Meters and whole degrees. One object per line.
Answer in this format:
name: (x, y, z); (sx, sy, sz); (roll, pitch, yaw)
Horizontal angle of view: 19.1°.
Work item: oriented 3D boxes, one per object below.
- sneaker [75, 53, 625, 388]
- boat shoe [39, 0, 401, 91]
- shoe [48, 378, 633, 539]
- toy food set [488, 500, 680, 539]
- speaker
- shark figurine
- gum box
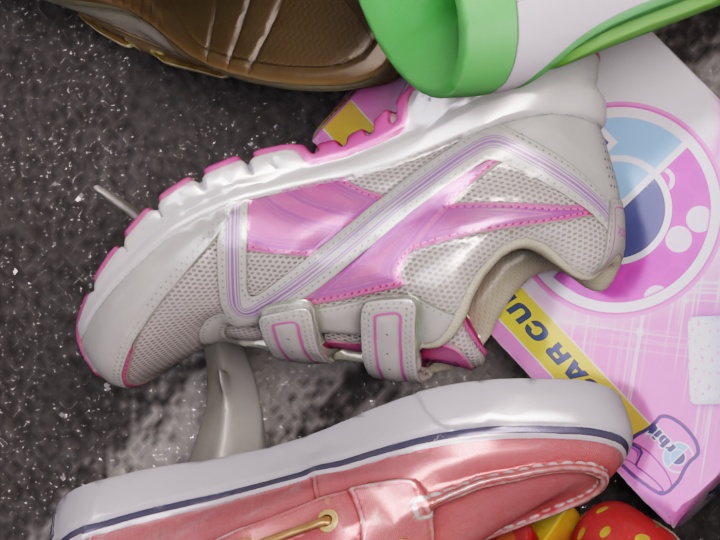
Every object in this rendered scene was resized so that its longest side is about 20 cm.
sneaker: (0.000, 0.000, 0.709); (0.200, 0.081, 0.088); (-25, 77, 11)
boat shoe: (-0.052, -0.109, 0.792); (0.200, 0.066, 0.074); (23, 91, 32)
shoe: (-0.003, 0.102, 0.698); (0.199, 0.072, 0.091); (-14, 60, 7)
toy food set: (0.023, 0.146, 0.713); (0.198, 0.200, 0.049); (-16, 117, 50)
speaker: (0.098, -0.120, 0.667); (0.200, 0.088, 0.089); (-22, 78, -21)
shark figurine: (-0.071, 0.087, 0.793); (0.128, 0.089, 0.215); (16, 92, 15)
gum box: (0.086, -0.021, 0.766); (0.113, 0.066, 0.200); (-44, 76, 7)
